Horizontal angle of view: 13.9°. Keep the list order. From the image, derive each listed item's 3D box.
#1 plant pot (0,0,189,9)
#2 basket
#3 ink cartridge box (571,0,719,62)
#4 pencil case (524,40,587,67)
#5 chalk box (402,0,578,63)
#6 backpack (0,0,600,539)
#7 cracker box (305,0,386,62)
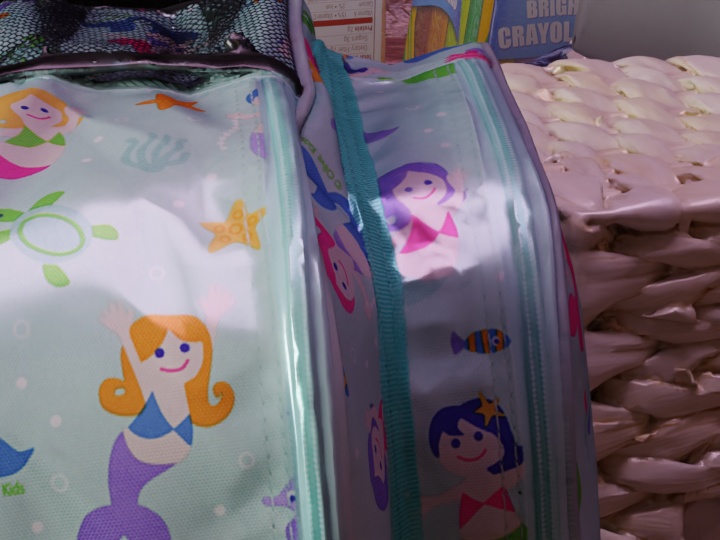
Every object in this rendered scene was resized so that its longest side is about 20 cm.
[{"bbox_3d":[-0.160,-0.017,0.813,0.199,0.178,0.199,-13,19,-43],"label":"plant pot"},{"bbox_3d":[0.081,0.018,0.796,0.135,0.124,0.200,-4,16,-16],"label":"basket"},{"bbox_3d":[0.197,-0.101,1.050,0.199,0.084,0.145,-12,32,-44],"label":"ink cartridge box"},{"bbox_3d":[0.002,-0.038,1.038,0.199,0.078,0.090,-3,33,-20],"label":"pencil case"},{"bbox_3d":[0.096,-0.127,1.194,0.123,0.201,0.124,5,13,-13],"label":"chalk box"},{"bbox_3d":[-0.027,0.040,0.601,0.150,0.178,0.200,-3,18,3],"label":"backpack"},{"bbox_3d":[-0.044,-0.143,1.274,0.057,0.201,0.134,-6,16,-30],"label":"cracker box"}]
